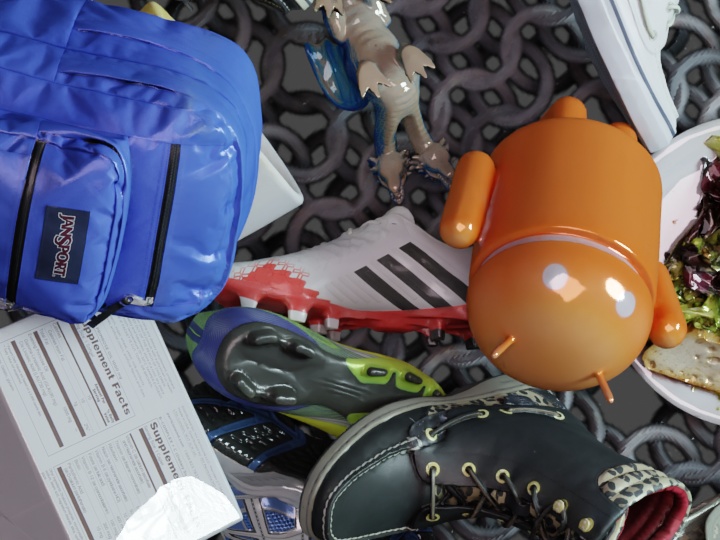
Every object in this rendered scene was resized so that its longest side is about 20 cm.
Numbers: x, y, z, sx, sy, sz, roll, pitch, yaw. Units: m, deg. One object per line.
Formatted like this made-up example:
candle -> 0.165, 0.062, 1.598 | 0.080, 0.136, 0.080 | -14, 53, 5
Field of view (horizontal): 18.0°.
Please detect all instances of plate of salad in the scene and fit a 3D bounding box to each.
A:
plate of salad -> 0.253, 0.000, 1.446 | 0.198, 0.048, 0.202 | 0, 87, -3

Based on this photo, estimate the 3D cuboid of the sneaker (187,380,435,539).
sneaker -> -0.039, 0.145, 1.419 | 0.199, 0.076, 0.077 | 34, 124, -10

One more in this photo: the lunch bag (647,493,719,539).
lunch bag -> 0.212, 0.235, 1.400 | 0.199, 0.118, 0.165 | -26, 85, -12

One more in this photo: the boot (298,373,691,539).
boot -> 0.081, 0.134, 1.345 | 0.202, 0.153, 0.074 | -19, 125, -36

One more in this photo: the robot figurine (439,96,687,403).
robot figurine -> 0.126, -0.011, 1.373 | 0.116, 0.144, 0.201 | -10, 45, 23

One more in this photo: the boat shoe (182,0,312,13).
boat shoe -> -0.116, -0.196, 1.403 | 0.199, 0.075, 0.063 | 25, 83, 20

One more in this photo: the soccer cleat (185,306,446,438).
soccer cleat -> -0.020, 0.069, 1.401 | 0.199, 0.084, 0.065 | 25, 92, -35

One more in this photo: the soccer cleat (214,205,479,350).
soccer cleat -> 0.000, 0.000, 1.424 | 0.198, 0.069, 0.086 | 5, 75, -9

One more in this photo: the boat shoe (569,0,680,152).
boat shoe -> 0.167, -0.164, 1.402 | 0.066, 0.074, 0.201 | -28, 124, 2

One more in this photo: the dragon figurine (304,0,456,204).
dragon figurine -> 0.002, -0.137, 1.429 | 0.058, 0.100, 0.201 | -25, 76, -13

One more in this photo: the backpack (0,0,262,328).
backpack -> -0.155, -0.049, 1.216 | 0.198, 0.168, 0.164 | 10, 124, -6

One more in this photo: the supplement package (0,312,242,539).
supplement package -> -0.187, 0.114, 1.327 | 0.110, 0.200, 0.157 | -24, 88, -37

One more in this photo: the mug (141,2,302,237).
mug -> -0.150, -0.071, 1.375 | 0.153, 0.149, 0.187 | -37, 101, 4
